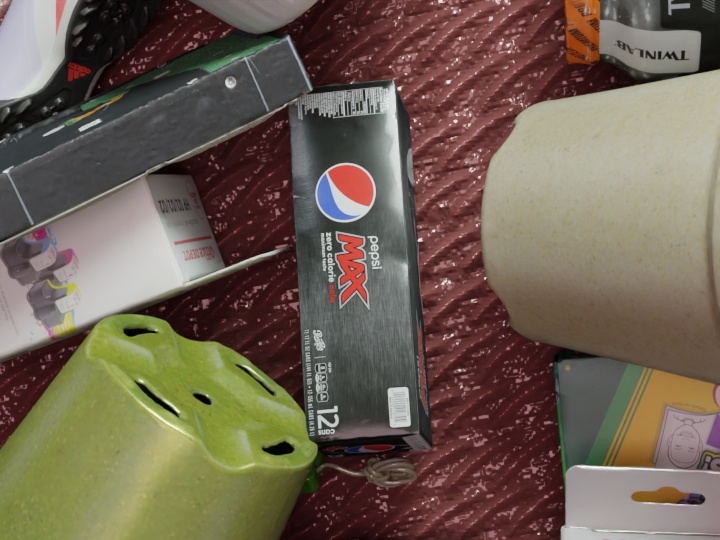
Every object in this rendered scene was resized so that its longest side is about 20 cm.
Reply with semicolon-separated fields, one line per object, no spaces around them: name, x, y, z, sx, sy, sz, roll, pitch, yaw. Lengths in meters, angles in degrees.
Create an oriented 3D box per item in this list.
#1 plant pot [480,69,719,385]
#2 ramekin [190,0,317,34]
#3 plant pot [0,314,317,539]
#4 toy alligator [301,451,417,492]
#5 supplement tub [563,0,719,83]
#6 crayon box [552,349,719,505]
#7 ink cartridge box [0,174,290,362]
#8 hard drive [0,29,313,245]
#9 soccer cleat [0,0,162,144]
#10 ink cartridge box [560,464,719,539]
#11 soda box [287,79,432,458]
plant pot;0.170;-0.022;0.829;0.183;0.200;0.201;3;94;38
ramekin;-0.043;-0.223;0.852;0.098;0.201;0.201;34;98;-22
plant pot;-0.121;0.132;0.831;0.200;0.200;0.185;33;106;5
toy alligator;-0.065;0.106;0.947;0.199;0.059;0.054;-6;52;8
supplement tub;0.208;-0.163;0.859;0.199;0.123;0.123;-3;93;7
crayon box;0.213;0.098;0.904;0.199;0.058;0.119;-5;92;8
ink cartridge box;-0.150;-0.004;0.918;0.199;0.115;0.068;-20;91;7
hard drive;-0.132;-0.074;0.877;0.199;0.140;0.038;-28;106;-8
soccer cleat;-0.190;-0.125;0.950;0.200;0.068;0.073;-51;51;18
ink cartridge box;0.164;0.205;0.870;0.115;0.068;0.201;1;121;7
soda box;0.000;0.000;0.898;0.063;0.071;0.201;-5;77;8
